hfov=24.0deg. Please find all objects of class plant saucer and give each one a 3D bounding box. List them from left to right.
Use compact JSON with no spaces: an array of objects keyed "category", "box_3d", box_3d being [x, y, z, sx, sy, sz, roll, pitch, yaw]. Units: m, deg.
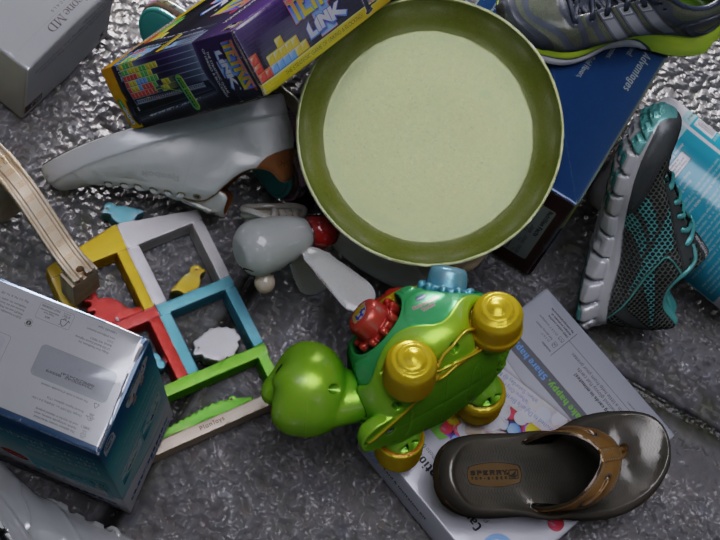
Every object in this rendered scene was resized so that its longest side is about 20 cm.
[{"category":"plant saucer","box_3d":[0.051,-0.102,1.259,0.198,0.031,0.202,0,84,1]}]

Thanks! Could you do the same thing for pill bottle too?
[{"category":"pill bottle","box_3d":[0.292,-0.041,1.383,0.200,0.111,0.111,40,65,6]}]

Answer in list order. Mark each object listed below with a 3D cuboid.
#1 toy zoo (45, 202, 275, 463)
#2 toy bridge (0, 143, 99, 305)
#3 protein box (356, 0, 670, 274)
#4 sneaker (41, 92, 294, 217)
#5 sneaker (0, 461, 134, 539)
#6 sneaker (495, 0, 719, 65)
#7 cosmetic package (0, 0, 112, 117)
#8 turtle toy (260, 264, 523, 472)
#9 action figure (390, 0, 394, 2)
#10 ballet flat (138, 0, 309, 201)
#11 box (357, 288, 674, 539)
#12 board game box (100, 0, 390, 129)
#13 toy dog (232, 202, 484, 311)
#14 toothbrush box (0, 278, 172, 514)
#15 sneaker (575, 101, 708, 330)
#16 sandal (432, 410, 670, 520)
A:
[{"category":"toy zoo","box_3d":[-0.155,0.037,1.298,0.130,0.020,0.201,-23,74,-20]},{"category":"toy bridge","box_3d":[-0.268,-0.064,1.277,0.027,0.067,0.200,-36,71,-21]},{"category":"protein box","box_3d":[0.116,-0.148,1.375,0.199,0.135,0.199,33,64,3]},{"category":"sneaker","box_3d":[-0.147,-0.075,1.307,0.198,0.073,0.085,-12,97,8]},{"category":"sneaker","box_3d":[-0.205,0.208,1.196,0.200,0.075,0.087,49,54,3]},{"category":"sneaker","box_3d":[0.199,-0.210,1.300,0.198,0.081,0.074,-7,68,-16]},{"category":"cosmetic package","box_3d":[-0.306,-0.231,1.346,0.199,0.081,0.113,35,62,5]},{"category":"turtle toy","box_3d":[0.026,0.069,1.223,0.199,0.146,0.101,-27,62,-21]},{"category":"action figure","box_3d":[-0.040,-0.277,1.409,0.199,0.102,0.119,31,46,11]},{"category":"ballet flat","box_3d":[-0.097,-0.144,1.371,0.200,0.069,0.071,49,48,6]},{"category":"box","box_3d":[0.121,0.132,1.310,0.199,0.041,0.156,-36,78,-22]},{"category":"board game box","box_3d":[-0.071,-0.186,1.260,0.200,0.165,0.057,-43,112,-37]},{"category":"toy dog","box_3d":[0.000,0.000,1.310,0.198,0.132,0.097,-2,99,-6]},{"category":"toothbrush box","box_3d":[-0.215,0.084,1.153,0.145,0.200,0.086,22,73,5]},{"category":"sneaker","box_3d":[0.230,-0.037,1.318,0.090,0.201,0.078,13,34,4]},{"category":"sandal","box_3d":[0.150,0.142,1.253,0.198,0.055,0.083,1,72,-23]}]
